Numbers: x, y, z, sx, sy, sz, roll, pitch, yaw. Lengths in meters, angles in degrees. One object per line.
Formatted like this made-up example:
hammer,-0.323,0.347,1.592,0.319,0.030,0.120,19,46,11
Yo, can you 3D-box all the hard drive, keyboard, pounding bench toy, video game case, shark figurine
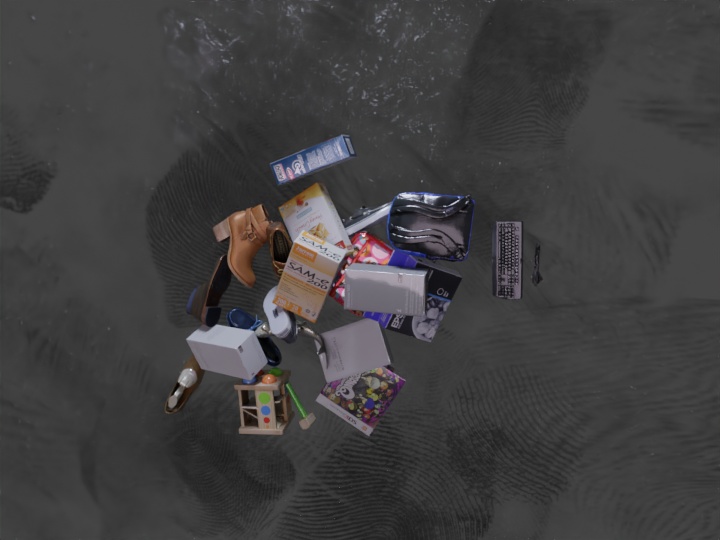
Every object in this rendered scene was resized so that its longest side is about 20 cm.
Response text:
hard drive,-0.021,0.209,1.622,0.200,0.026,0.132,-21,81,24
keyboard,0.398,-0.025,1.543,0.127,0.021,0.201,-1,102,11
pounding bench toy,-0.226,0.351,1.675,0.199,0.124,0.157,-1,100,10
video game case,0.001,0.325,1.674,0.181,0.036,0.200,33,104,3
shark figurine,-0.170,0.179,1.660,0.214,0.128,0.090,20,136,5

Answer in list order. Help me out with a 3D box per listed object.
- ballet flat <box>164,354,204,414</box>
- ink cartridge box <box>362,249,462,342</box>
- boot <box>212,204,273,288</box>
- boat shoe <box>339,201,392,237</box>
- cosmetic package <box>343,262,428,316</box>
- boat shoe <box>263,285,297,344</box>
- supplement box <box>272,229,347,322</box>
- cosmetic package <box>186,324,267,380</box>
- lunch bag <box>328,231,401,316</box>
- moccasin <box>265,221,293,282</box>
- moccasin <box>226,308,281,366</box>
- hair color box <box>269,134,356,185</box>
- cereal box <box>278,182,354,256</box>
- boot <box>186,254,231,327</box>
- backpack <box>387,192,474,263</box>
ballet flat,-0.509,0.334,1.749,0.068,0.072,0.200,34,105,2
ink cartridge box,0.134,0.068,1.554,0.199,0.043,0.199,18,106,-22
boot,-0.287,-0.066,1.634,0.154,0.074,0.200,-25,100,8
boat shoe,0.003,-0.134,1.568,0.200,0.069,0.057,-26,85,14
cosmetic package,0.063,0.045,1.482,0.199,0.090,0.107,2,103,11
boat shoe,-0.203,0.117,1.608,0.072,0.200,0.068,-36,126,6
supplement box,-0.130,0.017,1.531,0.126,0.074,0.200,25,122,2
cosmetic package,-0.360,0.216,1.642,0.199,0.081,0.113,5,126,33
lunch bag,0.000,0.000,1.592,0.176,0.082,0.200,36,103,6
moccasin,-0.196,-0.028,1.603,0.073,0.078,0.202,-12,116,-11
moccasin,-0.281,0.177,1.672,0.200,0.068,0.081,44,70,-8
hair color box,-0.118,-0.280,1.544,0.199,0.100,0.061,-20,96,13
cereal box,-0.116,-0.105,1.571,0.144,0.039,0.200,-29,80,29
boot,-0.420,0.046,1.668,0.097,0.075,0.201,16,90,31
backpack,0.166,-0.101,1.489,0.199,0.168,0.163,7,86,6
